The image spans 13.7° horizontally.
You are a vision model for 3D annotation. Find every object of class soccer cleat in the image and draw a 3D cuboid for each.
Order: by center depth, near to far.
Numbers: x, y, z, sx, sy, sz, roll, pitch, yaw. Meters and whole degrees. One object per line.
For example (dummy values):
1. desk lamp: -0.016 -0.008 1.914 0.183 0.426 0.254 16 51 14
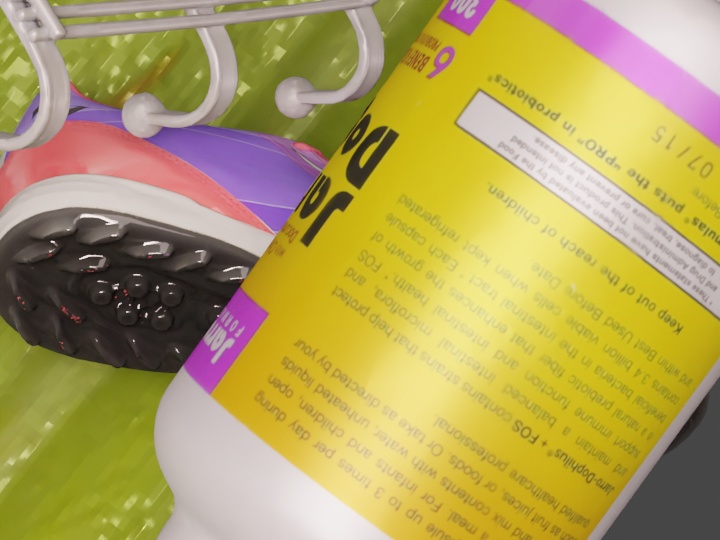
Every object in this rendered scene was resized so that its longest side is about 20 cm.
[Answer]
1. soccer cleat: 0.000 0.000 0.792 0.199 0.068 0.073 15 42 -15

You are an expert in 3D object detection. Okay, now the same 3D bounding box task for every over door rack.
1. over door rack: -0.085 -0.124 0.754 0.148 0.067 0.201 -13 79 -56

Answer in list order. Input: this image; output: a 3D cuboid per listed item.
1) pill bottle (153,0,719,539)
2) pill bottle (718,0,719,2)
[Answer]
1. pill bottle: 0.022 0.022 0.699 0.104 0.104 0.200 36 90 0
2. pill bottle: 0.128 -0.050 0.796 0.199 0.109 0.110 2 68 10
